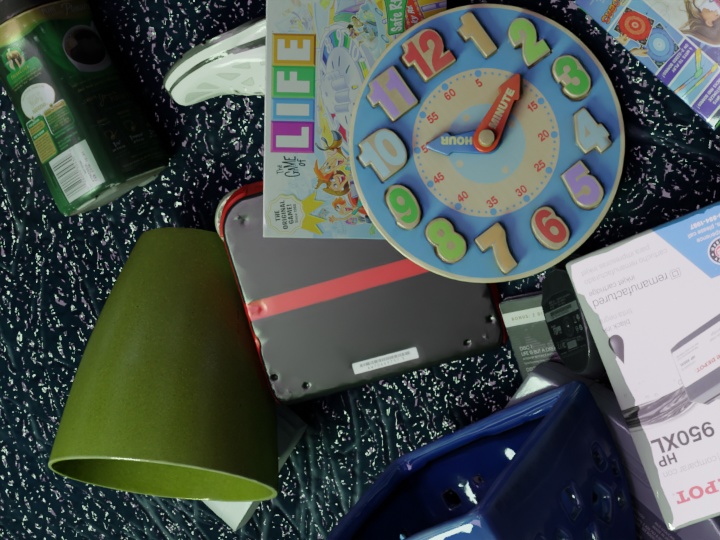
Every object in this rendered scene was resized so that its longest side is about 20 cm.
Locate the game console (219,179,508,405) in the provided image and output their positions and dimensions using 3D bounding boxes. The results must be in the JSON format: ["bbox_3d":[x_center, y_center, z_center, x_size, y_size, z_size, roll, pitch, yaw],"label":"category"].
[{"bbox_3d":[0.000,0.000,1.344,0.199,0.031,0.178,-15,103,11],"label":"game console"}]

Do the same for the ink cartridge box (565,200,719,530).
[{"bbox_3d":[0.250,0.060,1.186,0.144,0.084,0.201,-23,86,26],"label":"ink cartridge box"}]

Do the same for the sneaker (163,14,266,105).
[{"bbox_3d":[-0.063,-0.140,1.348,0.200,0.076,0.116,-20,93,33],"label":"sneaker"}]

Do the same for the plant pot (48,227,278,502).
[{"bbox_3d":[-0.147,0.074,1.409,0.186,0.187,0.201,-4,71,33],"label":"plant pot"}]

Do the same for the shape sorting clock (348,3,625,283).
[{"bbox_3d":[0.090,-0.092,1.233,0.198,0.039,0.202,0,85,5],"label":"shape sorting clock"}]

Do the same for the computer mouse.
[{"bbox_3d":[0.151,-0.018,1.271,0.059,0.034,0.201,-25,78,66],"label":"computer mouse"}]

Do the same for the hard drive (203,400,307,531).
[{"bbox_3d":[-0.151,0.119,1.523,0.200,0.026,0.132,40,123,14],"label":"hard drive"}]

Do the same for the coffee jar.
[{"bbox_3d":[-0.248,-0.153,1.445,0.085,0.104,0.201,-27,90,33],"label":"coffee jar"}]

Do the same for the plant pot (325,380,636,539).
[{"bbox_3d":[0.098,0.226,1.243,0.199,0.200,0.180,-28,98,37],"label":"plant pot"}]

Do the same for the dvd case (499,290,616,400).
[{"bbox_3d":[0.198,0.104,1.303,0.148,0.016,0.201,-13,100,36],"label":"dvd case"}]

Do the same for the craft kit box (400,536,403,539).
[{"bbox_3d":[0.051,0.315,1.439,0.200,0.048,0.198,-35,83,43],"label":"craft kit box"}]

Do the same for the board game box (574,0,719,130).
[{"bbox_3d":[0.252,-0.213,1.148,0.135,0.034,0.200,45,124,11],"label":"board game box"}]

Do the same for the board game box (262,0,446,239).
[{"bbox_3d":[-0.005,-0.124,1.275,0.133,0.034,0.202,0,96,-3],"label":"board game box"}]

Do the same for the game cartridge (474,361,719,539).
[{"bbox_3d":[0.186,0.168,1.302,0.200,0.041,0.133,42,128,13],"label":"game cartridge"}]

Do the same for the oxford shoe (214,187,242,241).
[{"bbox_3d":[-0.025,-0.007,1.386,0.199,0.058,0.076,30,98,4],"label":"oxford shoe"}]
